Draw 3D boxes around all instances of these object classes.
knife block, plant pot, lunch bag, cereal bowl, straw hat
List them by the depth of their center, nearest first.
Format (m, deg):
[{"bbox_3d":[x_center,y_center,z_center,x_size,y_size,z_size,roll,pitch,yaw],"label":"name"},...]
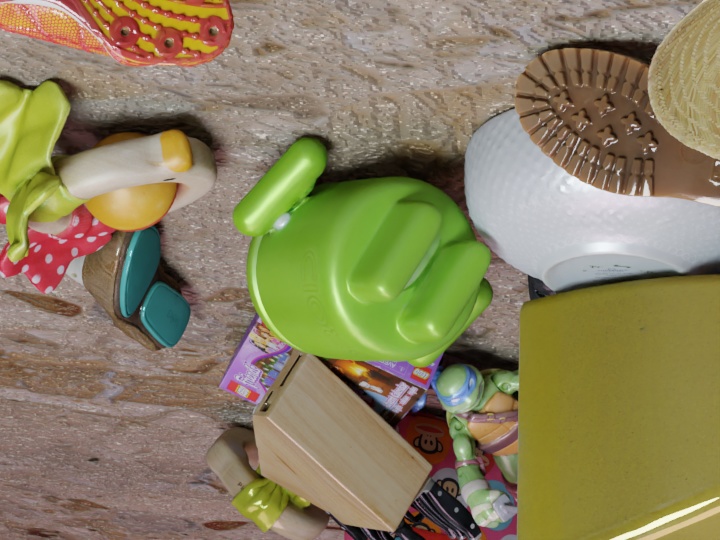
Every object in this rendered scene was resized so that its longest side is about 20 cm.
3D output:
[{"bbox_3d":[0.234,-0.137,1.138,0.201,0.085,0.201,-3,150,-2],"label":"straw hat"},{"bbox_3d":[0.225,0.114,1.416,0.176,0.200,0.200,-24,137,36],"label":"plant pot"},{"bbox_3d":[0.162,-0.032,1.445,0.200,0.083,0.200,5,159,2],"label":"cereal bowl"},{"bbox_3d":[0.010,0.155,1.780,0.175,0.064,0.200,27,158,12],"label":"knife block"},{"bbox_3d":[0.081,0.224,2.022,0.200,0.176,0.082,17,157,-28],"label":"lunch bag"}]

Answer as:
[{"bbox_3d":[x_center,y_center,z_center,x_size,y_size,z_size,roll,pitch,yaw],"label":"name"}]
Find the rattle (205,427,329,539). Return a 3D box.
[{"bbox_3d":[-0.041,0.161,2.101,0.130,0.143,0.200,32,-170,29],"label":"rattle"}]

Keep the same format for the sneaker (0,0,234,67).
[{"bbox_3d":[-0.165,-0.156,1.254,0.200,0.073,0.077,14,-179,-10],"label":"sneaker"}]

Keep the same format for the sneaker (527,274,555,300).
[{"bbox_3d":[0.150,0.059,1.646,0.060,0.104,0.200,2,155,13],"label":"sneaker"}]

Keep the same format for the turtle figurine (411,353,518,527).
[{"bbox_3d":[0.148,0.144,1.834,0.200,0.144,0.194,-1,157,29],"label":"turtle figurine"}]

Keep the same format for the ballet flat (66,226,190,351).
[{"bbox_3d":[-0.176,0.003,1.685,0.072,0.068,0.200,22,167,13],"label":"ballet flat"}]

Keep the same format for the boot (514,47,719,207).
[{"bbox_3d":[0.188,-0.075,1.328,0.200,0.075,0.107,20,-167,16],"label":"boot"}]

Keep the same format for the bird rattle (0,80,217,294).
[{"bbox_3d":[-0.171,-0.043,1.498,0.163,0.113,0.200,-12,161,3],"label":"bird rattle"}]

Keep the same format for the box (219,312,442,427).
[{"bbox_3d":[-0.026,0.076,1.803,0.137,0.039,0.200,25,158,-3],"label":"box"}]

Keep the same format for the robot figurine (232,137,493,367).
[{"bbox_3d":[0.000,0.000,1.499,0.175,0.116,0.200,36,163,-22],"label":"robot figurine"}]
